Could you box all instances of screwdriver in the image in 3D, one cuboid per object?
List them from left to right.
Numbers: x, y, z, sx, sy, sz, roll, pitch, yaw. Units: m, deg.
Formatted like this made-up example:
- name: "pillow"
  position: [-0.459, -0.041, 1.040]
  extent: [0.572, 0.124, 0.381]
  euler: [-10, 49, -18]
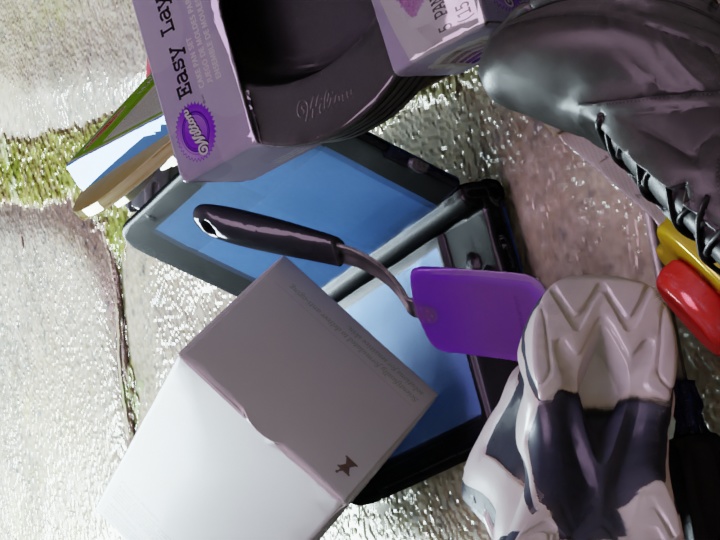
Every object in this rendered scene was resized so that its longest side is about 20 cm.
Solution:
- name: "screwdriver"
  position: [0.127, 0.030, 0.756]
  extent: [0.028, 0.029, 0.201]
  euler: [-27, 73, 57]

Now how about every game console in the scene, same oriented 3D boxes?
- name: "game console"
  position: [-0.018, 0.023, 0.907]
  extent: [0.200, 0.118, 0.172]
  euler: [-35, 66, 56]

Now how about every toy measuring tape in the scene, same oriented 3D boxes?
- name: "toy measuring tape"
  position: [0.126, -0.026, 0.700]
  extent: [0.200, 0.073, 0.074]
  euler: [49, 135, 39]

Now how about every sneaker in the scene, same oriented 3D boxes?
- name: "sneaker"
  position: [0.083, 0.112, 0.745]
  extent: [0.130, 0.079, 0.200]
  euler: [95, 176, -72]
- name: "sneaker"
  position: [0.123, -0.044, 0.625]
  extent: [0.199, 0.076, 0.091]
  euler: [15, 77, 33]

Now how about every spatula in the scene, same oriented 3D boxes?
- name: "spatula"
  position: [0.000, 0.000, 0.830]
  extent: [0.199, 0.021, 0.057]
  euler: [20, 144, 34]

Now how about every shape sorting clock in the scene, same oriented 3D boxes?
- name: "shape sorting clock"
  position: [-0.073, -0.098, 0.938]
  extent: [0.039, 0.200, 0.200]
  euler: [47, 153, -17]

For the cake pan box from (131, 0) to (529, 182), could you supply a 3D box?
- name: "cake pan box"
  position: [-0.026, -0.152, 0.771]
  extent: [0.184, 0.052, 0.201]
  euler: [-22, 80, 41]

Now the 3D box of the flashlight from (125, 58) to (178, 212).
- name: "flashlight"
  position: [-0.112, -0.131, 1.083]
  extent: [0.068, 0.067, 0.201]
  euler: [27, 117, 51]

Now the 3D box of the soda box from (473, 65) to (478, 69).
- name: "soda box"
  position: [0.081, -0.183, 0.757]
  extent: [0.068, 0.064, 0.201]
  euler: [20, 112, 57]

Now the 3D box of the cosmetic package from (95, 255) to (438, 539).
- name: "cosmetic package"
  position: [-0.054, 0.095, 0.927]
  extent: [0.108, 0.085, 0.200]
  euler: [43, 145, 4]
